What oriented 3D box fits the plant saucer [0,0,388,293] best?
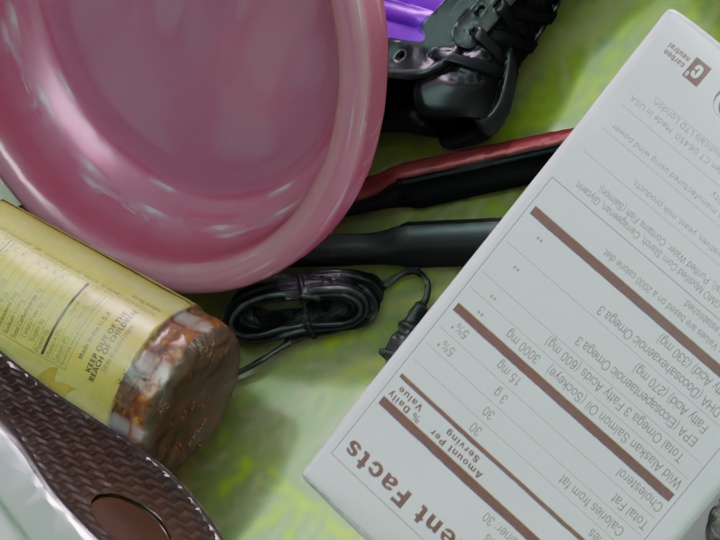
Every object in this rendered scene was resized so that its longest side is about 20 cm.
[{"bbox_3d":[-0.066,-0.093,1.003,0.200,0.051,0.202,15,116,33],"label":"plant saucer"}]

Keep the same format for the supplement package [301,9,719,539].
[{"bbox_3d":[0.097,0.033,0.952,0.117,0.117,0.200,41,99,19],"label":"supplement package"}]

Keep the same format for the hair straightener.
[{"bbox_3d":[0.000,0.000,1.042,0.199,0.041,0.077,-9,72,4],"label":"hair straightener"}]

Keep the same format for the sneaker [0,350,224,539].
[{"bbox_3d":[-0.119,0.088,0.956,0.200,0.073,0.085,38,110,27],"label":"sneaker"}]

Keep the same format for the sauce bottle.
[{"bbox_3d":[-0.139,0.005,1.025,0.199,0.066,0.066,28,79,23],"label":"sauce bottle"}]

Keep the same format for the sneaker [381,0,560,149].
[{"bbox_3d":[0.043,-0.096,1.041,0.199,0.070,0.100,-29,56,8],"label":"sneaker"}]

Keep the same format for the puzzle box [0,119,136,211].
[{"bbox_3d":[-0.146,-0.115,1.109,0.132,0.025,0.201,-23,71,2],"label":"puzzle box"}]
